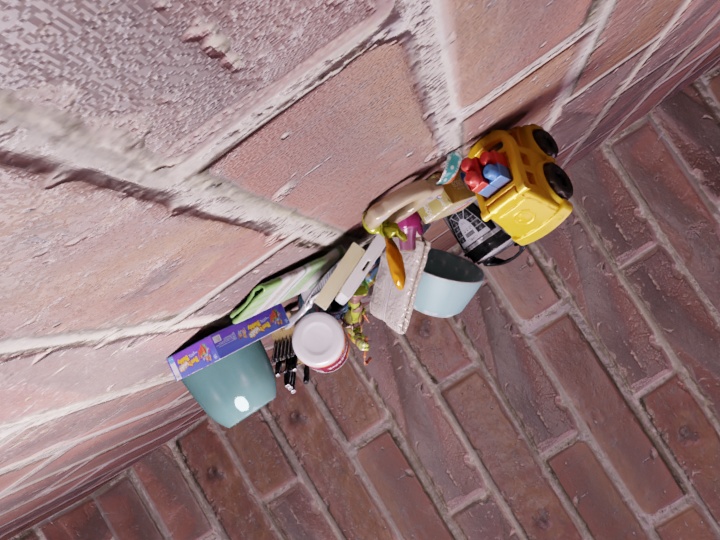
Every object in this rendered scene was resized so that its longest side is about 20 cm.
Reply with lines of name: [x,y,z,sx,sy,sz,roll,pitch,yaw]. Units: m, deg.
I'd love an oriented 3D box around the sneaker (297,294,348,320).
sneaker: [-0.058,0.080,1.717,0.094,0.081,0.199,-10,176,25]

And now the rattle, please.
rattle: [0.113,-0.088,1.250,0.197,0.144,0.131,-25,154,-15]

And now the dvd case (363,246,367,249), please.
dvd case: [-0.033,-0.002,1.721,0.141,0.018,0.200,-35,175,3]

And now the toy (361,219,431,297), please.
toy: [0.064,-0.045,1.653,0.201,0.047,0.115,-52,-163,8]

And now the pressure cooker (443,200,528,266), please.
pressure cooker: [0.288,-0.111,1.691,0.177,0.202,0.176,-32,176,1]

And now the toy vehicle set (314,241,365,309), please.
toy vehicle set: [-0.037,0.008,1.403,0.125,0.026,0.200,-56,-179,0]

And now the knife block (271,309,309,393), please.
knife block: [-0.147,0.182,1.772,0.063,0.179,0.200,-17,180,17]

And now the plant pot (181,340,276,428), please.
plant pot: [-0.278,0.245,1.681,0.199,0.163,0.201,-33,174,-4]

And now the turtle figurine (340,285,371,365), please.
turtle figurine: [-0.012,0.093,1.631,0.063,0.164,0.201,-3,-148,0]

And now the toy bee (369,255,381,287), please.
toy bee: [0.087,-0.023,1.773,0.107,0.131,0.203,-22,-140,30]

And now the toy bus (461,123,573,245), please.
toy bus: [0.245,-0.170,1.301,0.190,0.203,0.135,19,139,-35]

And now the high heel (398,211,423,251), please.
high heel: [0.087,-0.106,1.436,0.066,0.098,0.200,-4,-164,-2]

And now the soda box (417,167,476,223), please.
soda box: [0.163,-0.143,1.417,0.067,0.065,0.199,-36,175,28]

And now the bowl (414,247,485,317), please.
bowl: [0.169,0.033,1.688,0.200,0.198,0.107,-23,130,-61]

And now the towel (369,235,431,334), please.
towel: [0.077,0.015,1.542,0.034,0.204,0.132,8,-168,-28]

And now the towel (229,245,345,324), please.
towel: [-0.130,0.021,1.354,0.198,0.031,0.149,-26,168,-42]

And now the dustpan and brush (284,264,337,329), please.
dustpan and brush: [-0.096,0.049,1.572,0.199,0.058,0.139,-36,174,22]

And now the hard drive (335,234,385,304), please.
hard drive: [0.000,0.000,1.447,0.133,0.026,0.200,-57,-179,-7]

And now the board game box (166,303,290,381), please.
board game box: [-0.242,0.130,1.411,0.133,0.045,0.199,-27,179,36]

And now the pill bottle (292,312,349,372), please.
pill bottle: [-0.081,0.161,1.657,0.112,0.114,0.200,-32,168,-3]
